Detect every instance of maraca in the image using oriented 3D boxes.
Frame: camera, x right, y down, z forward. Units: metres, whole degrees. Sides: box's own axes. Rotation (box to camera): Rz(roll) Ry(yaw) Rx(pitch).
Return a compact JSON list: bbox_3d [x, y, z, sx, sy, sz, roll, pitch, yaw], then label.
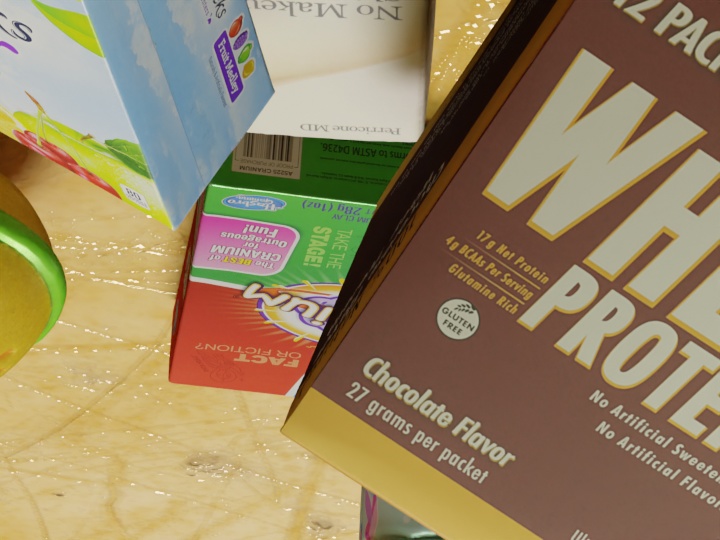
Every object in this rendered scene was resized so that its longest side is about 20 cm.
[{"bbox_3d":[-0.205,0.010,1.158,0.137,0.107,0.200,26,147,-23],"label":"maraca"}]

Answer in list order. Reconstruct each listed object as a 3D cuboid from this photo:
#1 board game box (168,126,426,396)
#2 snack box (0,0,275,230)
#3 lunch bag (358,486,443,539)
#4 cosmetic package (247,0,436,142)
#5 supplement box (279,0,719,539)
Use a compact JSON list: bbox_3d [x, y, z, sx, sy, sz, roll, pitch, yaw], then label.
[{"bbox_3d":[0.000,0.000,1.183,0.152,0.041,0.200,7,153,-5],"label":"board game box"},{"bbox_3d":[-0.134,-0.118,0.847,0.199,0.068,0.169,28,160,20],"label":"snack box"},{"bbox_3d":[0.080,0.117,1.316,0.159,0.078,0.200,2,171,0],"label":"lunch bag"},{"bbox_3d":[-0.024,-0.125,0.907,0.103,0.073,0.200,3,152,3],"label":"cosmetic package"},{"bbox_3d":[0.095,-0.028,0.823,0.132,0.200,0.198,33,111,-4],"label":"supplement box"}]
